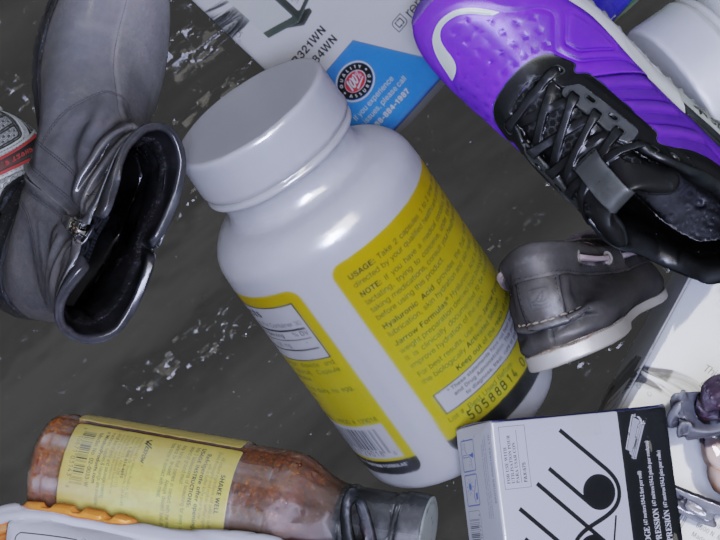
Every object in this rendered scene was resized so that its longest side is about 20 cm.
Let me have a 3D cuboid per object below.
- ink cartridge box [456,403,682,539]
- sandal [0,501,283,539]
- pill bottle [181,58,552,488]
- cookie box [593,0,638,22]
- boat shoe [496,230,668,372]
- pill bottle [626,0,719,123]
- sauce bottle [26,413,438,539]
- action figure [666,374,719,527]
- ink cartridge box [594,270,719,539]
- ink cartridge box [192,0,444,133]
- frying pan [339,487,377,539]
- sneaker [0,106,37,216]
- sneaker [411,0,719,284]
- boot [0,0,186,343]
[{"bbox_3d":[0.106,0.166,0.952,0.094,0.044,0.200,-3,82,-21],"label":"ink cartridge box"},{"bbox_3d":[-0.113,0.159,0.982,0.207,0.079,0.059,-1,42,21],"label":"sandal"},{"bbox_3d":[0.000,0.000,0.991,0.111,0.111,0.200,-38,115,-7],"label":"pill bottle"},{"bbox_3d":[0.116,-0.233,1.011,0.171,0.200,0.075,44,67,1],"label":"cookie box"},{"bbox_3d":[0.107,0.002,0.989,0.067,0.200,0.057,-19,93,14],"label":"boat shoe"},{"bbox_3d":[0.245,-0.135,1.058,0.200,0.114,0.114,-33,87,-7],"label":"pill bottle"},{"bbox_3d":[-0.063,0.115,1.008,0.200,0.066,0.066,9,83,16],"label":"sauce bottle"},{"bbox_3d":[0.215,0.059,0.973,0.130,0.069,0.200,17,85,-6],"label":"action figure"},{"bbox_3d":[0.187,0.106,1.041,0.145,0.084,0.200,30,82,1],"label":"ink cartridge box"},{"bbox_3d":[-0.016,-0.179,1.029,0.200,0.084,0.146,43,116,1],"label":"ink cartridge box"},{"bbox_3d":[-0.002,0.206,0.969,0.115,0.031,0.190,-46,121,-27],"label":"frying pan"},{"bbox_3d":[-0.214,0.008,1.027,0.082,0.078,0.200,23,83,-3],"label":"sneaker"},{"bbox_3d":[0.110,-0.063,0.947,0.200,0.100,0.070,34,119,-10],"label":"sneaker"},{"bbox_3d":[-0.114,-0.064,0.969,0.070,0.132,0.200,13,86,-26],"label":"boot"}]
